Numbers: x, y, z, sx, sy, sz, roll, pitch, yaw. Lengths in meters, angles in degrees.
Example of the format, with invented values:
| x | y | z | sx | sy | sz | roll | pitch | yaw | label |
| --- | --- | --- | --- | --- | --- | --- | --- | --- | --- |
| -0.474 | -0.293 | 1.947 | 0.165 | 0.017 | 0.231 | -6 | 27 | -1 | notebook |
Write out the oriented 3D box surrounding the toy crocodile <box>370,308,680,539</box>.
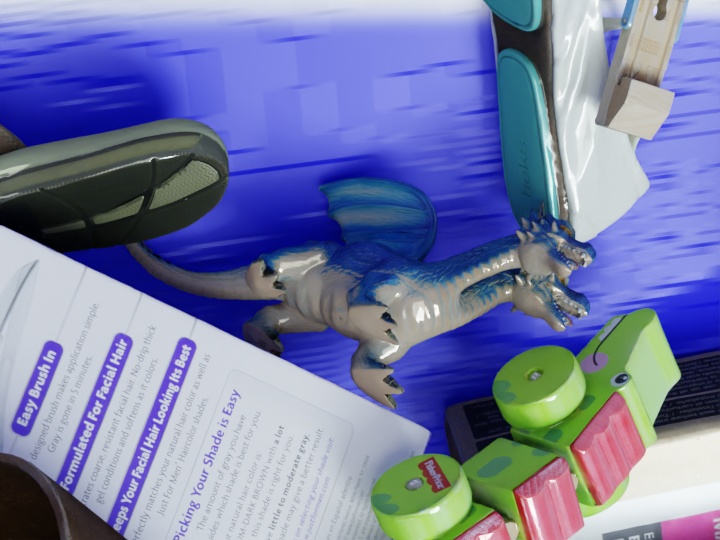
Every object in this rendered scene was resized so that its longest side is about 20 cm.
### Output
| x | y | z | sx | sy | sz | roll | pitch | yaw | label |
| --- | --- | --- | --- | --- | --- | --- | --- | --- | --- |
| 0.067 | 0.089 | 1.036 | 0.200 | 0.062 | 0.068 | -41 | 124 | -30 | toy crocodile |

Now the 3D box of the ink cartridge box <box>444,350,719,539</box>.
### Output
| x | y | z | sx | sy | sz | roll | pitch | yaw | label |
| --- | --- | --- | --- | --- | --- | --- | --- | --- | --- |
| 0.134 | 0.147 | 1.168 | 0.164 | 0.075 | 0.200 | -11 | 114 | -2 | ink cartridge box |

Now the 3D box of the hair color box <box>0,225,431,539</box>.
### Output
| x | y | z | sx | sy | sz | roll | pitch | yaw | label |
| --- | --- | --- | --- | --- | --- | --- | --- | --- | --- |
| -0.084 | 0.076 | 1.030 | 0.200 | 0.065 | 0.110 | 27 | 71 | -17 | hair color box |

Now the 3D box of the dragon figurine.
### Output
| x | y | z | sx | sy | sz | roll | pitch | yaw | label |
| --- | --- | --- | --- | --- | --- | --- | --- | --- | --- |
| 0.000 | 0.000 | 1.084 | 0.200 | 0.099 | 0.059 | 13 | 126 | 30 | dragon figurine |

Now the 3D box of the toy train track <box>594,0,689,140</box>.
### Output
| x | y | z | sx | sy | sz | roll | pitch | yaw | label |
| --- | --- | --- | --- | --- | --- | --- | --- | --- | --- |
| 0.139 | -0.150 | 1.028 | 0.115 | 0.033 | 0.200 | 14 | 94 | -33 | toy train track |

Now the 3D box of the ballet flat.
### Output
| x | y | z | sx | sy | sz | roll | pitch | yaw | label |
| --- | --- | --- | --- | --- | --- | --- | --- | --- | --- |
| 0.084 | -0.105 | 1.063 | 0.069 | 0.069 | 0.200 | -13 | 119 | -3 | ballet flat |

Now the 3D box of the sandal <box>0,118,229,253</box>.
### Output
| x | y | z | sx | sy | sz | roll | pitch | yaw | label |
| --- | --- | --- | --- | --- | --- | --- | --- | --- | --- |
| -0.155 | -0.037 | 1.055 | 0.200 | 0.057 | 0.080 | -9 | 154 | -5 | sandal |

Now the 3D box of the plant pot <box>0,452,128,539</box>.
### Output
| x | y | z | sx | sy | sz | roll | pitch | yaw | label |
| --- | --- | --- | --- | --- | --- | --- | --- | --- | --- |
| -0.094 | 0.193 | 0.951 | 0.200 | 0.187 | 0.187 | 34 | 105 | -34 | plant pot |
